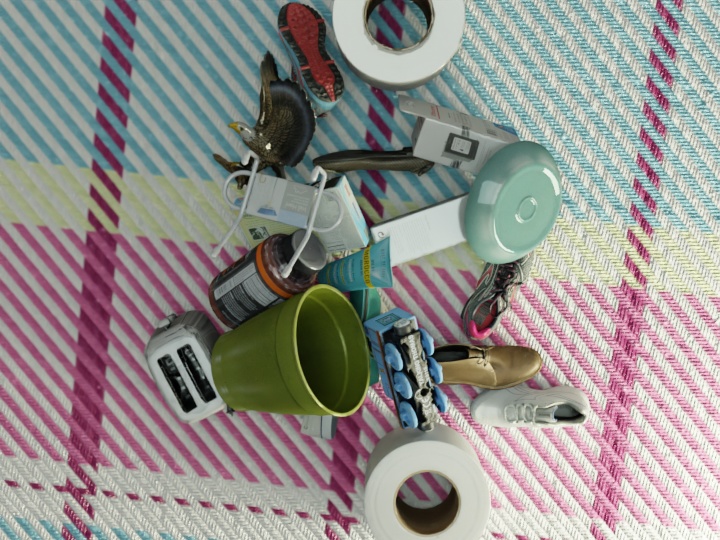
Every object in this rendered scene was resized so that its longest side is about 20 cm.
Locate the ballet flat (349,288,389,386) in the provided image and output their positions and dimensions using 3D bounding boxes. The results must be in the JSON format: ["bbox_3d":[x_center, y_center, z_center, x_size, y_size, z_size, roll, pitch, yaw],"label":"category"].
[{"bbox_3d":[0.015,0.096,1.711,0.070,0.067,0.200,3,95,-24],"label":"ballet flat"}]

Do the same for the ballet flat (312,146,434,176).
[{"bbox_3d":[0.022,-0.172,1.687,0.200,0.067,0.046,-4,111,-3],"label":"ballet flat"}]

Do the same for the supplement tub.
[{"bbox_3d":[-0.143,0.011,1.638,0.200,0.107,0.107,-33,94,35],"label":"supplement tub"}]

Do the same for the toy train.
[{"bbox_3d":[0.074,0.160,1.654,0.087,0.114,0.200,-23,114,-20],"label":"toy train"}]

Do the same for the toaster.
[{"bbox_3d":[-0.270,0.165,1.681,0.114,0.129,0.200,-25,94,4],"label":"toaster"}]

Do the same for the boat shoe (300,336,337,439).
[{"bbox_3d":[-0.079,0.176,1.715,0.086,0.075,0.202,5,102,10],"label":"boat shoe"}]

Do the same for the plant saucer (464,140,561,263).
[{"bbox_3d":[0.247,-0.099,1.602,0.200,0.036,0.200,-17,120,-31],"label":"plant saucer"}]

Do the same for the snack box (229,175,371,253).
[{"bbox_3d":[-0.095,-0.077,1.645,0.200,0.037,0.116,-9,123,26],"label":"snack box"}]

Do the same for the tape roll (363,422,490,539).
[{"bbox_3d":[0.105,0.358,1.686,0.202,0.139,0.203,0,94,1],"label":"tape roll"}]

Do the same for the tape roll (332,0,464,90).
[{"bbox_3d":[0.058,-0.387,1.619,0.202,0.139,0.203,0,95,0],"label":"tape roll"}]

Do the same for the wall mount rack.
[{"bbox_3d":[-0.134,-0.083,1.551,0.200,0.075,0.174,15,86,15],"label":"wall mount rack"}]

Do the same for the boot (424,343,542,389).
[{"bbox_3d":[0.201,0.150,1.692,0.200,0.075,0.074,-3,64,-1],"label":"boot"}]

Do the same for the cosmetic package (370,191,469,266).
[{"bbox_3d":[0.120,-0.070,1.671,0.200,0.101,0.071,-19,94,3],"label":"cosmetic package"}]

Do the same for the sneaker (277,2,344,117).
[{"bbox_3d":[-0.094,-0.334,1.662,0.079,0.096,0.200,-8,68,-24],"label":"sneaker"}]

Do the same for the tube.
[{"bbox_3d":[0.000,0.000,1.626,0.050,0.200,0.078,-4,84,-30],"label":"tube"}]

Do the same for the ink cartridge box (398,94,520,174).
[{"bbox_3d":[0.146,-0.209,1.639,0.200,0.116,0.067,16,111,-5],"label":"ink cartridge box"}]

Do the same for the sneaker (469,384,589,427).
[{"bbox_3d":[0.279,0.224,1.699,0.200,0.087,0.075,-5,96,2],"label":"sneaker"}]

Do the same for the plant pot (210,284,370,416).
[{"bbox_3d":[-0.119,0.138,1.598,0.193,0.200,0.201,-14,95,30],"label":"plant pot"}]

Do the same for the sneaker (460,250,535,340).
[{"bbox_3d":[0.230,0.025,1.690,0.081,0.075,0.200,23,94,-1],"label":"sneaker"}]

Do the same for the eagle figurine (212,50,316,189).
[{"bbox_3d":[-0.144,-0.222,1.636,0.152,0.151,0.200,37,102,9],"label":"eagle figurine"}]
